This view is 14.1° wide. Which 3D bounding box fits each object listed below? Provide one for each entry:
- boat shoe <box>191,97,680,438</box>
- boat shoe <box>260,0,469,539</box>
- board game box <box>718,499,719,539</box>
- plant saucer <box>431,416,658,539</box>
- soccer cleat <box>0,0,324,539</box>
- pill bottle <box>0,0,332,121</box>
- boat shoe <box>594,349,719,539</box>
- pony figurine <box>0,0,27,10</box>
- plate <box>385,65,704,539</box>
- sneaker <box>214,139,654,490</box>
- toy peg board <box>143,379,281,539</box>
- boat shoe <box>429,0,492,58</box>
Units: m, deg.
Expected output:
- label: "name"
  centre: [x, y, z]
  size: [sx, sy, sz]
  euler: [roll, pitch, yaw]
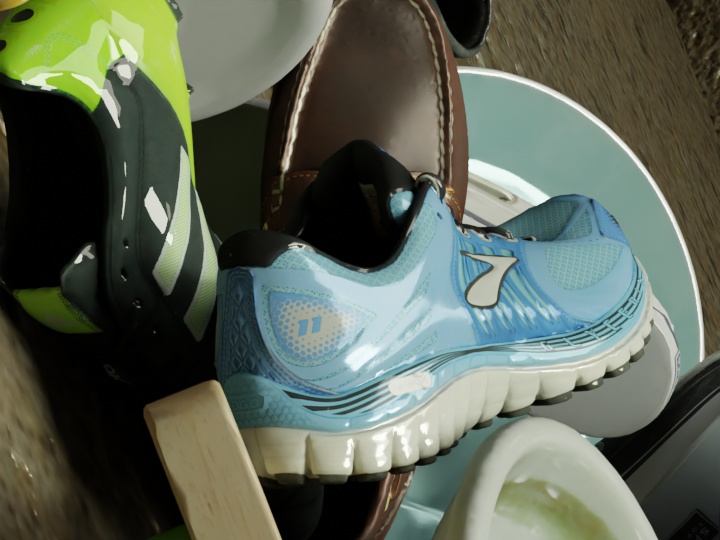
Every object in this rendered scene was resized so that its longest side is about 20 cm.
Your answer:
- label: "boat shoe"
  centre: [0.022, -0.009, 1.031]
  size: [0.199, 0.072, 0.066]
  euler: [22, 19, 0]
- label: "boat shoe"
  centre: [0.000, 0.000, 0.957]
  size: [0.070, 0.070, 0.201]
  euler: [-178, -89, -86]
- label: "board game box"
  centre: [0.180, 0.170, 0.946]
  size: [0.165, 0.057, 0.201]
  euler: [44, 36, -29]
- label: "plant saucer"
  centre: [0.054, 0.145, 0.841]
  size: [0.200, 0.050, 0.201]
  euler: [46, 37, -50]
- label: "soccer cleat"
  centre: [-0.067, 0.009, 0.872]
  size: [0.081, 0.067, 0.201]
  euler: [-45, 124, -45]
- label: "pill bottle"
  centre: [-0.083, -0.156, 0.970]
  size: [0.116, 0.115, 0.201]
  euler: [50, 21, -53]
- label: "boat shoe"
  centre: [0.086, 0.098, 1.042]
  size: [0.074, 0.199, 0.068]
  euler: [39, 10, -19]
- label: "pony figurine"
  centre: [-0.128, -0.196, 0.811]
  size: [0.193, 0.166, 0.201]
  euler: [-70, 144, -54]
- label: "plate"
  centre: [0.040, 0.024, 1.087]
  size: [0.026, 0.199, 0.201]
  euler: [-17, -81, 63]
- label: "sneaker"
  centre: [0.025, 0.000, 0.882]
  size: [0.200, 0.078, 0.091]
  euler: [-23, 103, -56]
- label: "toy peg board"
  centre: [-0.038, 0.147, 0.697]
  size: [0.199, 0.097, 0.201]
  euler: [92, -23, -81]
- label: "boat shoe"
  centre: [0.012, -0.156, 1.027]
  size: [0.202, 0.063, 0.074]
  euler: [79, 26, -47]
